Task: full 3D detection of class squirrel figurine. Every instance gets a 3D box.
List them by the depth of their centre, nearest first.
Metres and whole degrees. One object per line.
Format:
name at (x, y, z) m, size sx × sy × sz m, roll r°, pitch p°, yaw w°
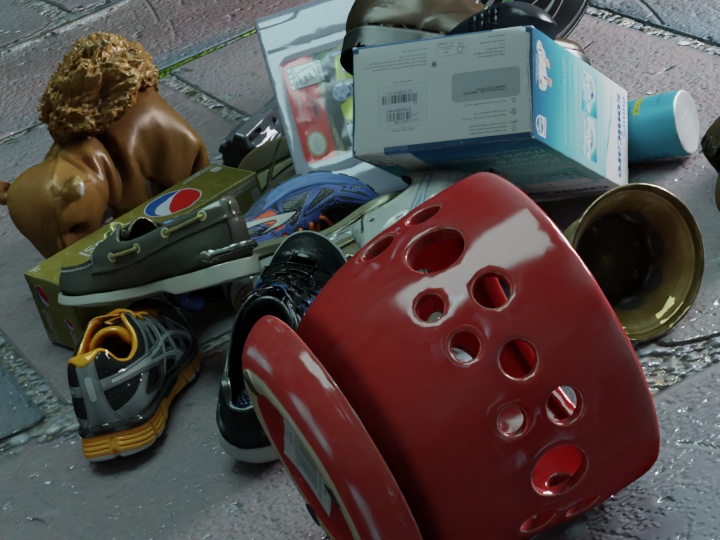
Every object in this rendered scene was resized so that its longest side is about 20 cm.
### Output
squirrel figurine at (-0.231, -0.101, 1.701) m, size 0.140 × 0.202 × 0.186 m, roll 5°, pitch 20°, yaw 28°

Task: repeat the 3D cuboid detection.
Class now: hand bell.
hand bell at (0.147, -0.012, 1.428) m, size 0.103 × 0.105 × 0.200 m, roll -26°, pitch 12°, yaw -17°

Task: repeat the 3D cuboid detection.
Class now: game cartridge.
game cartridge at (-0.002, -0.138, 1.669) m, size 0.132 × 0.202 × 0.041 m, roll -16°, pitch -20°, yaw -1°

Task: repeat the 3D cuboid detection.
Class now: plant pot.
plant pot at (0.046, 0.074, 1.161) m, size 0.182 × 0.202 × 0.200 m, roll -33°, pitch 27°, yaw -12°

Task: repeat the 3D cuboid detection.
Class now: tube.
tube at (0.171, -0.102, 1.629) m, size 0.198 × 0.051 × 0.077 m, roll -9°, pitch 17°, yaw 31°

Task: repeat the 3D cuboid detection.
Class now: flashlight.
flashlight at (-0.058, -0.140, 1.840) m, size 0.068 × 0.068 × 0.200 m, roll -31°, pitch 14°, yaw 46°

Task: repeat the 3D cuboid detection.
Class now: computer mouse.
computer mouse at (0.068, -0.169, 1.528) m, size 0.199 × 0.034 × 0.058 m, roll -10°, pitch -14°, yaw 43°

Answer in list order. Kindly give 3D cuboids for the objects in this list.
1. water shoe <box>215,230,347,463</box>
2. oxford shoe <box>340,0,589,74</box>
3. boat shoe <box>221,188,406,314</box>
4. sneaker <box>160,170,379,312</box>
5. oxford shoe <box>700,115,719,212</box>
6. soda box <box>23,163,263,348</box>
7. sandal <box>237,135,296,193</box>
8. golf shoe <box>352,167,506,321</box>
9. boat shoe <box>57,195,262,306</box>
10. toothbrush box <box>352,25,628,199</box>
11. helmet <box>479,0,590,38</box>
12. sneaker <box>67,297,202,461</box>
water shoe at (-0.048, 0.036, 1.379) m, size 0.071 × 0.079 × 0.201 m, roll 7°, pitch 49°, yaw 8°
oxford shoe at (0.088, -0.191, 1.620) m, size 0.198 × 0.073 × 0.085 m, roll 10°, pitch 63°, yaw -5°
boat shoe at (0.000, 0.000, 1.503) m, size 0.198 × 0.075 × 0.069 m, roll -21°, pitch 44°, yaw -11°
sneaker at (-0.071, -0.013, 1.579) m, size 0.198 × 0.076 × 0.079 m, roll -21°, pitch 40°, yaw -10°
oxford shoe at (0.287, -0.081, 1.485) m, size 0.084 × 0.073 × 0.200 m, roll -21°, pitch 16°, yaw 33°
soda box at (-0.167, -0.012, 1.637) m, size 0.199 × 0.065 × 0.067 m, roll -34°, pitch 28°, yaw -30°
sandal at (-0.007, -0.092, 1.705) m, size 0.198 × 0.081 × 0.054 m, roll -17°, pitch -18°, yaw 11°
golf shoe at (0.029, 0.000, 1.430) m, size 0.096 × 0.079 × 0.200 m, roll 13°, pitch 43°, yaw 28°
boat shoe at (-0.153, -0.011, 1.486) m, size 0.201 × 0.061 × 0.072 m, roll -10°, pitch 4°, yaw 43°
toothbrush box at (0.100, -0.111, 1.517) m, size 0.145 × 0.086 × 0.200 m, roll -4°, pitch -10°, yaw 26°
helmet at (0.116, -0.278, 1.855) m, size 0.198 × 0.192 × 0.200 m, roll 21°, pitch 21°, yaw -9°
sneaker at (-0.166, 0.059, 1.469) m, size 0.078 × 0.078 × 0.200 m, roll -17°, pitch 21°, yaw 9°
